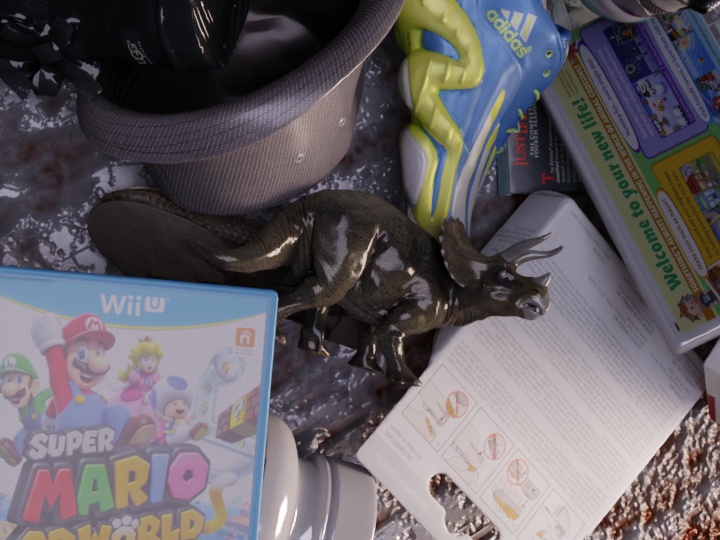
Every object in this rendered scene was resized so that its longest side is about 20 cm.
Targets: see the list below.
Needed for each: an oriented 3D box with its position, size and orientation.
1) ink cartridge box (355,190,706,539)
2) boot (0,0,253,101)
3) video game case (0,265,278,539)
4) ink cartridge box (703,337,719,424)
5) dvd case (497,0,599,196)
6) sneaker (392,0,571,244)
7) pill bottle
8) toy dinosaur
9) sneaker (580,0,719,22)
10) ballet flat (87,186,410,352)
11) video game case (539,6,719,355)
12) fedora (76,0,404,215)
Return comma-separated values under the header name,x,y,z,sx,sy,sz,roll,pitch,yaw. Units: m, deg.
name,x,y,z,sx,sy,sz,roll,pitch,yaw
ink cartridge box,0.101,0.079,0.807,0.200,0.057,0.163,-47,111,-10
boot,-0.130,-0.171,0.708,0.161,0.074,0.200,2,51,20
video game case,-0.117,0.104,0.651,0.141,0.018,0.203,5,88,-16
ink cartridge box,0.295,0.011,0.818,0.083,0.145,0.201,30,82,23
dvd case,0.179,-0.124,0.848,0.198,0.022,0.148,-4,94,-17
sneaker,0.072,-0.093,0.768,0.104,0.076,0.202,-5,111,1
pill bottle,-0.098,0.124,0.729,0.198,0.120,0.121,18,88,-16
toy dinosaur,0.000,0.000,0.728,0.198,0.077,0.103,20,87,-11
sneaker,0.134,-0.221,0.692,0.077,0.140,0.201,-37,109,-7
ballet flat,-0.059,-0.006,0.774,0.198,0.068,0.047,18,46,-14
video game case,0.216,-0.079,0.771,0.181,0.022,0.202,-26,72,4
fedora,-0.055,-0.102,0.730,0.200,0.175,0.091,-52,140,-31
